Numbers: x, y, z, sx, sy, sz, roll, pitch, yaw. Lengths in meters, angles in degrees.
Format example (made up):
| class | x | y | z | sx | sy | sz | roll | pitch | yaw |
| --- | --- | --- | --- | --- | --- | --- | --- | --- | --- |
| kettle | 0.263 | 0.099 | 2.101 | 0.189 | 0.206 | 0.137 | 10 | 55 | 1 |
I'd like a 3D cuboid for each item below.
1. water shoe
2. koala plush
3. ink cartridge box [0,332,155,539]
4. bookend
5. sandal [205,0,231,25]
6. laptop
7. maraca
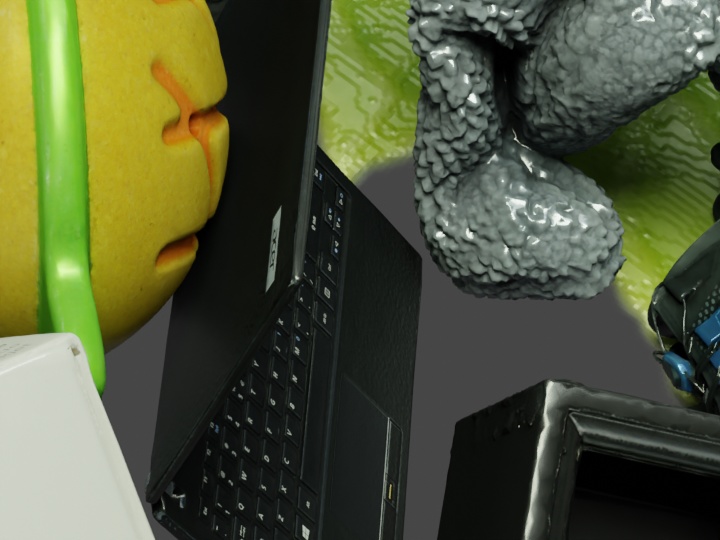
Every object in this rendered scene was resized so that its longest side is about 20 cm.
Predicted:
| class | x | y | z | sx | sy | sz | roll | pitch | yaw |
| --- | --- | --- | --- | --- | --- | --- | --- | --- | --- |
| water shoe | 0.133 | 0.036 | 0.938 | 0.079 | 0.072 | 0.200 | 7 | 46 | 18 |
| koala plush | 0.131 | -0.090 | 0.908 | 0.200 | 0.184 | 0.177 | 11 | 48 | 19 |
| ink cartridge box | -0.159 | 0.083 | 0.726 | 0.145 | 0.200 | 0.084 | -24 | 98 | -28 |
| bookend | 0.115 | 0.152 | 0.787 | 0.198 | 0.092 | 0.200 | 13 | 77 | -12 |
| sandal | -0.063 | -0.112 | 0.877 | 0.200 | 0.075 | 0.048 | -33 | 39 | -1 |
| laptop | 0.000 | 0.000 | 0.828 | 0.103 | 0.200 | 0.177 | -17 | 48 | 28 |
| maraca | -0.088 | -0.024 | 0.776 | 0.107 | 0.137 | 0.200 | -5 | 72 | -9 |
